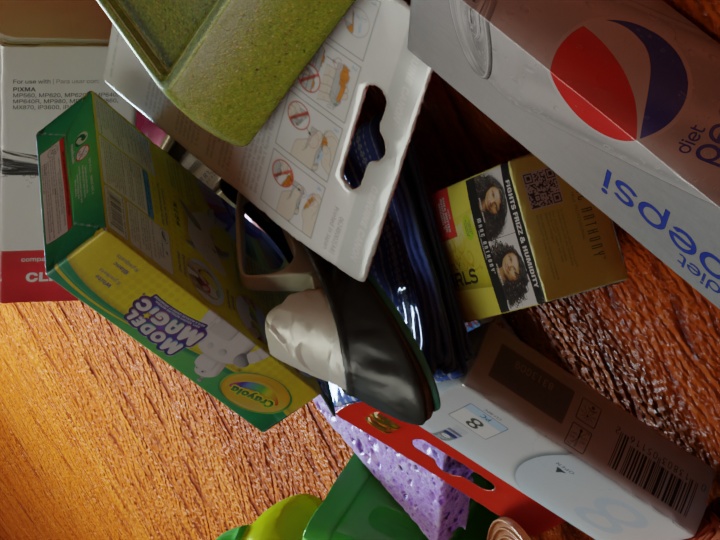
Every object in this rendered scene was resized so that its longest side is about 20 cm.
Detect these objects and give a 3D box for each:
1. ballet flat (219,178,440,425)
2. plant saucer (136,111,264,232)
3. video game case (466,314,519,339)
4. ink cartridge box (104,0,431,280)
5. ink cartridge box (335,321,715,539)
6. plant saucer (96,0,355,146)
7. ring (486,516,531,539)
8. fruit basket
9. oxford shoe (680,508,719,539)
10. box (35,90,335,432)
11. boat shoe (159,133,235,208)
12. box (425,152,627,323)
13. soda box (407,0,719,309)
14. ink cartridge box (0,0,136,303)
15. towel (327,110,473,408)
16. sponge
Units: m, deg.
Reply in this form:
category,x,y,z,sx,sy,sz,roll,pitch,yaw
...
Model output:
category,x,y,z,sx,sy,sz,roll,pitch,yaw
ballet flat,-0.024,0.011,1.011,0.068,0.068,0.200,83,164,-50
plant saucer,-0.098,-0.033,1.259,0.200,0.051,0.201,36,139,39
video game case,0.080,0.074,1.195,0.200,0.018,0.143,53,160,-12
ink cartridge box,-0.040,-0.115,0.967,0.200,0.047,0.160,38,133,23
ink cartridge box,0.083,0.113,1.104,0.160,0.047,0.200,33,150,-13
plant saucer,-0.086,-0.182,0.896,0.200,0.048,0.200,53,137,11
ring,0.110,0.250,1.177,0.200,0.019,0.201,165,90,-79
fruit basket,-0.001,0.202,1.381,0.215,0.156,0.216,26,149,17
oxford shoe,0.197,0.187,1.088,0.073,0.071,0.200,40,171,9
box,-0.089,0.003,1.036,0.200,0.048,0.117,39,-155,-37
boat shoe,-0.072,-0.080,1.095,0.072,0.065,0.200,57,140,10
box,0.065,-0.012,0.997,0.200,0.050,0.075,163,92,-69
soda box,0.112,-0.072,0.809,0.200,0.063,0.068,42,158,18
ink cartridge box,-0.186,-0.101,1.170,0.144,0.084,0.200,-106,18,-46
towel,0.000,0.000,1.064,0.200,0.024,0.145,154,102,-68
sponge,0.003,0.080,1.275,0.200,0.030,0.112,47,153,30
